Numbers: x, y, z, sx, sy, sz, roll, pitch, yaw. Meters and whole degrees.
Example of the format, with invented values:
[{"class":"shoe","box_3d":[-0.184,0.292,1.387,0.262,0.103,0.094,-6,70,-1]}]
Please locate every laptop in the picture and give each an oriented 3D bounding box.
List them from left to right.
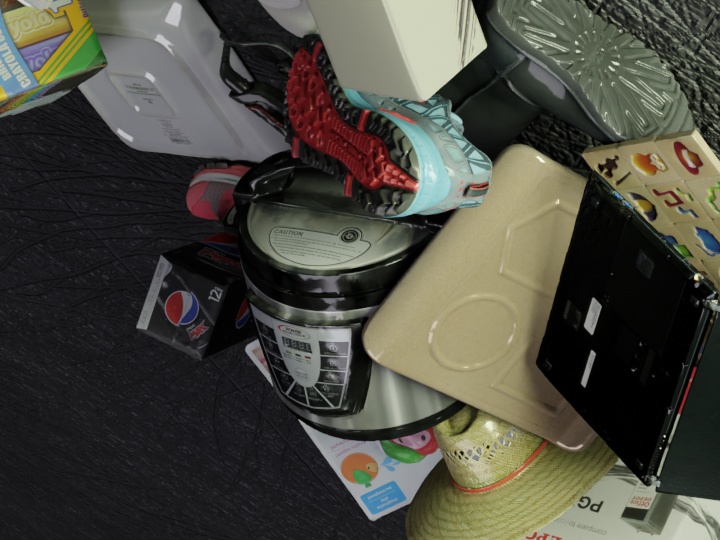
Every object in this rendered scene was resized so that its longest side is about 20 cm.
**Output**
[{"class":"laptop","box_3d":[0.225,0.049,1.422,0.200,0.103,0.178,48,143,34]}]

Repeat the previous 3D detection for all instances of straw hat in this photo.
[{"class":"straw hat","box_3d":[0.098,0.117,1.632,0.201,0.201,0.085,-4,123,51]}]

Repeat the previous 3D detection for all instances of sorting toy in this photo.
[{"class":"sorting toy","box_3d":[0.126,0.020,1.508,0.199,0.185,0.037,27,-157,-28]}]

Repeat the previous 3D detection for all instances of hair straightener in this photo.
[{"class":"hair straightener","box_3d":[-0.022,-0.117,1.638,0.200,0.041,0.077,40,123,-10]}]

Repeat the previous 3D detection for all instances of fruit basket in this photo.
[{"class":"fruit basket","box_3d":[0.032,0.099,1.808,0.185,0.094,0.200,-27,107,17]}]

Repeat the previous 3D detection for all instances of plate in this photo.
[{"class":"plate","box_3d":[-0.164,-0.149,1.735,0.199,0.032,0.200,8,147,39]}]

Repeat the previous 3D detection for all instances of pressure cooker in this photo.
[{"class":"pressure cooker","box_3d":[0.000,-0.002,1.580,0.179,0.175,0.201,-117,12,-51]}]

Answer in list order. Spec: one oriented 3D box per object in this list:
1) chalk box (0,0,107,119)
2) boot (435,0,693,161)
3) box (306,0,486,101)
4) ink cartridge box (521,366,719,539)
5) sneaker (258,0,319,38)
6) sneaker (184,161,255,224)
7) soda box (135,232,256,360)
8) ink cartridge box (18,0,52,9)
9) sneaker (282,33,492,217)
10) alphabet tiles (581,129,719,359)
[{"class":"chalk box","box_3d":[-0.315,-0.166,1.640,0.125,0.199,0.124,-19,93,58]},{"class":"boot","box_3d":[0.112,-0.104,1.467,0.165,0.066,0.200,43,151,-5]},{"class":"box","box_3d":[0.002,-0.206,1.346,0.082,0.068,0.201,16,138,44]},{"class":"ink cartridge box","box_3d":[0.211,0.171,1.696,0.146,0.200,0.083,11,148,35]},{"class":"sneaker","box_3d":[-0.077,-0.218,1.457,0.076,0.081,0.200,9,148,36]},{"class":"sneaker","box_3d":[-0.074,-0.038,1.745,0.074,0.087,0.200,16,171,-43]},{"class":"soda box","box_3d":[-0.106,0.014,1.792,0.063,0.071,0.200,24,-165,14]},{"class":"ink cartridge box","box_3d":[-0.246,-0.288,1.514,0.146,0.083,0.200,32,154,-2]},{"class":"sneaker","box_3d":[0.017,-0.090,1.458,0.095,0.080,0.200,4,-150,-32]},{"class":"alphabet tiles","box_3d":[0.229,-0.009,1.398,0.167,0.008,0.200,-7,129,53]}]
